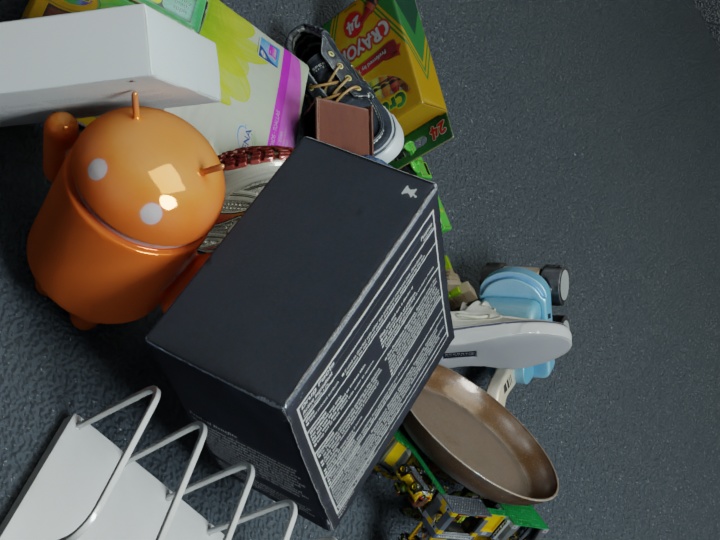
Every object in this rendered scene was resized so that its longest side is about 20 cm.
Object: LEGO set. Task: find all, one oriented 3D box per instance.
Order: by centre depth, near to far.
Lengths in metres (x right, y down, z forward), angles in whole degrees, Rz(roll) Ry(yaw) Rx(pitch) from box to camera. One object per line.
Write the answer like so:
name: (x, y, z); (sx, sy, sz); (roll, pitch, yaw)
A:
LEGO set: (0.074, 0.241, 0.986); (0.200, 0.116, 0.154); (15, 27, -50)

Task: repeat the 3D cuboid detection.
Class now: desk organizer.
desk organizer: (-0.036, -0.062, 0.996); (0.077, 0.071, 0.201); (3, 84, -46)

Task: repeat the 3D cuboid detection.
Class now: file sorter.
file sorter: (-0.131, 0.198, 0.715); (0.200, 0.124, 0.139); (45, 38, -21)

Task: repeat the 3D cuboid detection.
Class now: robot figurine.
robot figurine: (-0.174, -0.040, 0.745); (0.116, 0.200, 0.144); (5, 53, -36)

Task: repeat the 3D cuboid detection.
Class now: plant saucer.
plant saucer: (0.106, 0.162, 0.999); (0.200, 0.032, 0.200); (34, 17, -12)

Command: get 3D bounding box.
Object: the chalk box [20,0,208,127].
chalk box: (-0.195, -0.223, 0.824); (0.124, 0.200, 0.124); (24, 50, -21)

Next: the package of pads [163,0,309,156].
package of pads: (-0.134, -0.161, 0.984); (0.154, 0.068, 0.201); (31, 47, -31)

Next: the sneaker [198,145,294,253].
sneaker: (-0.120, -0.056, 0.884); (0.199, 0.078, 0.083); (-20, 110, -14)

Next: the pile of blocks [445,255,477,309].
pile of blocks: (0.053, 0.005, 1.104); (0.200, 0.082, 0.062); (4, 60, -51)

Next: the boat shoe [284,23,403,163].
boat shoe: (-0.026, -0.187, 1.084); (0.091, 0.071, 0.200); (51, 3, -43)

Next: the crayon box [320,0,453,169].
crayon box: (0.024, -0.218, 1.174); (0.051, 0.127, 0.201); (8, 61, -49)

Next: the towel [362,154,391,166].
towel: (0.000, 0.000, 0.944); (0.112, 0.048, 0.201); (37, 63, -34)

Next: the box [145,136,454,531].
box: (-0.031, 0.047, 0.752); (0.200, 0.123, 0.199); (-55, 155, -27)

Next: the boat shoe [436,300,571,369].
boat shoe: (0.124, 0.063, 1.090); (0.071, 0.199, 0.070); (83, 2, -54)

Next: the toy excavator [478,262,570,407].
toy excavator: (0.166, 0.104, 1.156); (0.200, 0.099, 0.195); (-39, 127, -55)

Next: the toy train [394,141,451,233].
toy train: (0.058, -0.130, 1.235); (0.056, 0.042, 0.201); (-3, 70, -62)

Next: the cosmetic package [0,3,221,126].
cosmetic package: (-0.217, -0.140, 0.724); (0.151, 0.199, 0.052); (-32, 117, -80)
